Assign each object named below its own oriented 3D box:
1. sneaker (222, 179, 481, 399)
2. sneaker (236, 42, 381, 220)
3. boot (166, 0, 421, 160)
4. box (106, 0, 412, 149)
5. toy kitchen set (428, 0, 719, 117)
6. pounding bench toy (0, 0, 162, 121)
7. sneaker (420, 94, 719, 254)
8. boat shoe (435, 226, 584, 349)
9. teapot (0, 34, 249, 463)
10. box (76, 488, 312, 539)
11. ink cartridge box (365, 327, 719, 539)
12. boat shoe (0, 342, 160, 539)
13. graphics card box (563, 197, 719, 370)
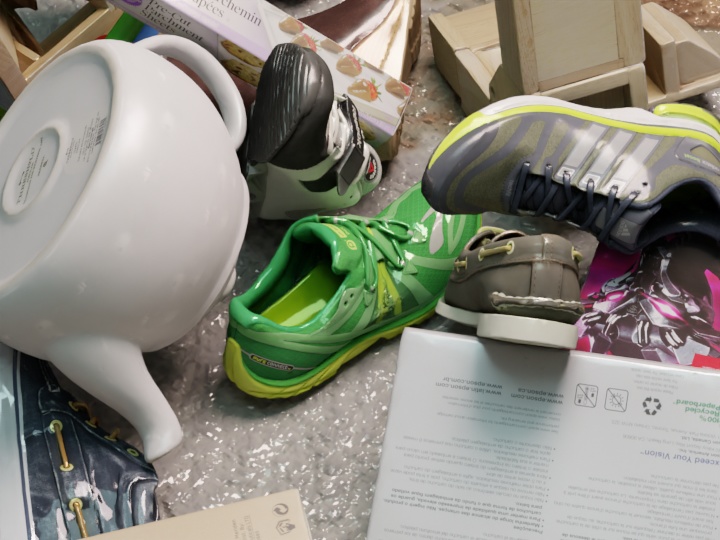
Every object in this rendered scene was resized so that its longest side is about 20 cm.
[{"bbox_3d":[0.000,0.000,1.284,0.200,0.084,0.074,-38,56,-25],"label":"sneaker"},{"bbox_3d":[-0.025,-0.080,1.290,0.088,0.200,0.075,9,74,-9],"label":"sneaker"},{"bbox_3d":[-0.046,-0.155,1.430,0.165,0.073,0.201,5,53,8],"label":"boot"},{"bbox_3d":[-0.063,-0.141,1.323,0.199,0.041,0.039,30,63,-14],"label":"box"},{"bbox_3d":[0.143,-0.181,1.342,0.162,0.181,0.200,-17,34,-10],"label":"toy kitchen set"},{"bbox_3d":[-0.179,-0.168,1.380,0.156,0.125,0.200,-42,44,-16],"label":"pounding bench toy"},{"bbox_3d":[0.133,-0.052,1.237,0.199,0.074,0.081,-4,45,-16],"label":"sneaker"},{"bbox_3d":[0.087,0.007,1.211,0.072,0.202,0.061,7,92,-7],"label":"boat shoe"},{"bbox_3d":[-0.131,-0.028,1.226,0.201,0.146,0.197,-57,32,6],"label":"teapot"},{"bbox_3d":[-0.117,0.192,1.124,0.199,0.095,0.078,-12,48,-6],"label":"box"},{"bbox_3d":[0.103,0.143,1.158,0.195,0.043,0.201,8,80,12],"label":"ink cartridge box"},{"bbox_3d":[-0.164,0.106,1.225,0.090,0.071,0.201,-8,53,-7],"label":"boat shoe"},{"bbox_3d":[0.188,0.038,1.255,0.125,0.051,0.201,13,50,17],"label":"graphics card box"}]
